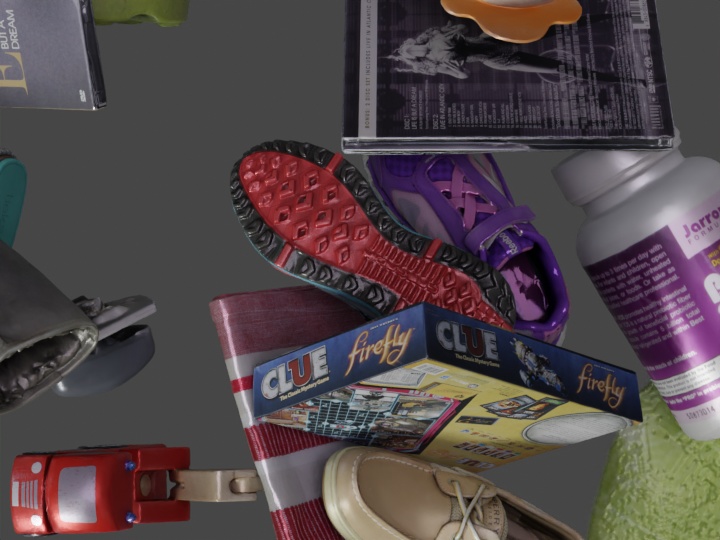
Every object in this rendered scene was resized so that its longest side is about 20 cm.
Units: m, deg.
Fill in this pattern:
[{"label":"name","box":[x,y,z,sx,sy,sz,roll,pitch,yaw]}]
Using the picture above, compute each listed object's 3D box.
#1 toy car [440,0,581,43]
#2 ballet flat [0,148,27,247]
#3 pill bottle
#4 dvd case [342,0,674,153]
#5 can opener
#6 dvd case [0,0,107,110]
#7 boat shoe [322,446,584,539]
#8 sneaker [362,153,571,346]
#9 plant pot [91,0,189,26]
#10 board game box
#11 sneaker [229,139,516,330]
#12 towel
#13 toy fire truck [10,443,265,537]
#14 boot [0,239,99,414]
[{"label":"toy car","box":[0.105,-0.216,1.051,0.176,0.184,0.201,3,65,-9]},{"label":"ballet flat","box":[-0.254,0.022,1.074,0.072,0.072,0.201,9,85,-8]},{"label":"pill bottle","box":[0.208,-0.001,1.118,0.112,0.112,0.200,-32,92,-10]},{"label":"dvd case","box":[0.089,-0.131,1.094,0.199,0.016,0.149,0,50,1]},{"label":"can opener","box":[-0.200,0.068,1.038,0.200,0.053,0.067,-30,113,-40]},{"label":"dvd case","box":[-0.241,-0.169,1.020,0.199,0.016,0.149,5,111,30]},{"label":"boat shoe","box":[0.061,0.152,1.064,0.200,0.065,0.072,30,53,-36]},{"label":"sneaker","box":[0.075,-0.029,1.112,0.080,0.088,0.200,-32,91,-8]},{"label":"plant pot","box":[-0.166,-0.244,1.052,0.199,0.200,0.191,1,99,-9]},{"label":"board game box","box":[0.054,0.074,1.031,0.200,0.135,0.035,19,58,-44]},{"label":"sneaker","box":[0.000,0.000,1.076,0.200,0.096,0.079,37,75,9]},{"label":"towel","box":[-0.017,0.105,1.062,0.023,0.144,0.201,-22,81,34]},{"label":"toy fire truck","box":[-0.103,0.128,1.044,0.141,0.200,0.049,-3,86,19]},{"label":"boot","box":[-0.273,0.011,0.979,0.182,0.073,0.200,-30,69,-22]}]
